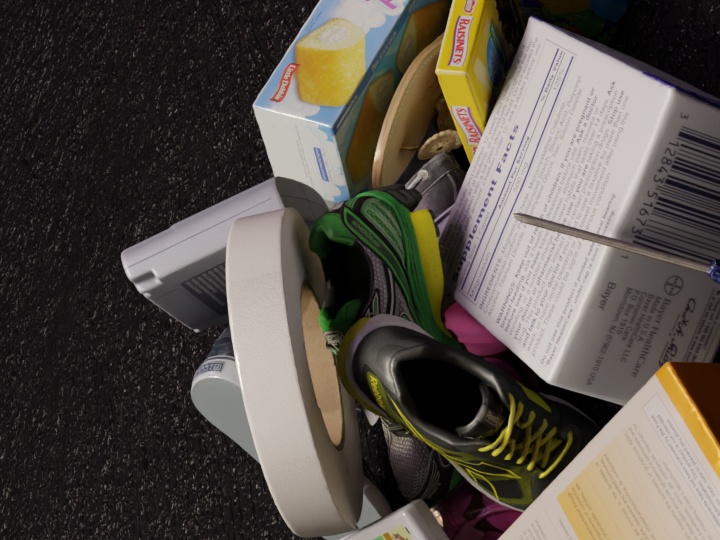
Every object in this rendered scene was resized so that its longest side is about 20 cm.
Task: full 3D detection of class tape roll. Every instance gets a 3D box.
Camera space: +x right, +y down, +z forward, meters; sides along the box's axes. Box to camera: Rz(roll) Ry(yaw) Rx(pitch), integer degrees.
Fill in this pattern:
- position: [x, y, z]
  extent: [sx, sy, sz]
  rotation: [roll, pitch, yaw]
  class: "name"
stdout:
- position: [-0.038, 0.063, 1.243]
  extent: [0.037, 0.203, 0.203]
  rotation: [-11, 55, 7]
  class: "tape roll"

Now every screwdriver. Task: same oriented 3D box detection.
- position: [0.179, -0.006, 1.117]
  extent: [0.029, 0.200, 0.028]
  rotation: [138, 146, -62]
  class: "screwdriver"

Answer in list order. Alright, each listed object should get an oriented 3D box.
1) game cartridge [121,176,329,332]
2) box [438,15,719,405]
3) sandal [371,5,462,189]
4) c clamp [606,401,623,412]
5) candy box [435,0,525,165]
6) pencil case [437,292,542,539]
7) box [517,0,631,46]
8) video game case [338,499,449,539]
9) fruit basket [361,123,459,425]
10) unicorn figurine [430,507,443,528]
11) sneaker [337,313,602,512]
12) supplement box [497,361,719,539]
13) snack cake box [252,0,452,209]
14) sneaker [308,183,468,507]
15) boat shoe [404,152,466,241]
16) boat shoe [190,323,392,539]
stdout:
- position: [-0.080, -0.011, 1.406]
  extent: [0.200, 0.133, 0.041]
  rotation: [55, -166, -77]
  class: "game cartridge"
- position: [0.149, -0.035, 1.228]
  extent: [0.184, 0.105, 0.200]
  rotation: [-68, 25, 11]
  class: "box"
- position: [0.078, -0.130, 1.454]
  extent: [0.078, 0.070, 0.212]
  rotation: [89, -158, -45]
  class: "sandal"
- position: [0.202, 0.001, 1.252]
  extent: [0.200, 0.027, 0.171]
  rotation: [-60, 27, 25]
  class: "c clamp"
- position: [0.090, -0.121, 1.346]
  extent: [0.026, 0.200, 0.102]
  rotation: [8, 66, 19]
  class: "candy box"
- position: [0.076, 0.108, 1.331]
  extent: [0.091, 0.094, 0.200]
  rotation: [-43, 41, 28]
  class: "pencil case"
- position: [0.113, -0.286, 1.376]
  extent: [0.200, 0.192, 0.122]
  rotation: [-64, 31, 16]
  class: "box"
- position: [0.035, 0.256, 1.272]
  extent: [0.182, 0.022, 0.200]
  rotation: [-34, 88, 47]
  class: "video game case"
- position: [0.033, -0.004, 1.496]
  extent: [0.185, 0.094, 0.200]
  rotation: [-63, 15, 16]
  class: "fruit basket"
- position: [0.023, 0.257, 1.380]
  extent: [0.200, 0.074, 0.137]
  rotation: [-62, 21, -10]
  class: "unicorn figurine"
- position: [0.078, 0.096, 1.197]
  extent: [0.075, 0.200, 0.085]
  rotation: [-63, 14, -1]
  class: "sneaker"
- position: [0.166, 0.162, 1.148]
  extent: [0.200, 0.073, 0.126]
  rotation: [-51, 52, 32]
  class: "supplement box"
- position: [0.005, -0.146, 1.475]
  extent: [0.067, 0.115, 0.200]
  rotation: [16, 59, 23]
  class: "snack cake box"
- position: [0.013, 0.051, 1.259]
  extent: [0.078, 0.085, 0.200]
  rotation: [-17, 89, 51]
  class: "sneaker"
- position: [-0.001, 0.000, 1.365]
  extent: [0.199, 0.074, 0.068]
  rotation: [-43, 79, 23]
  class: "boat shoe"
- position: [-0.032, 0.110, 1.452]
  extent: [0.071, 0.200, 0.091]
  rotation: [-21, 30, 39]
  class: "boat shoe"
